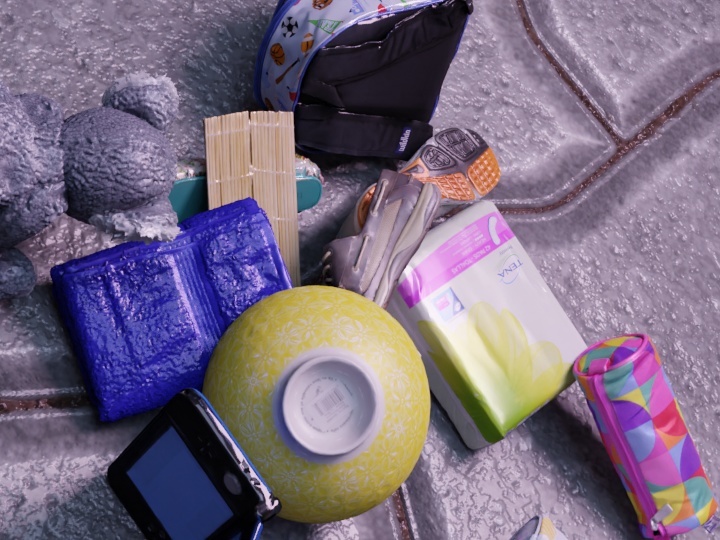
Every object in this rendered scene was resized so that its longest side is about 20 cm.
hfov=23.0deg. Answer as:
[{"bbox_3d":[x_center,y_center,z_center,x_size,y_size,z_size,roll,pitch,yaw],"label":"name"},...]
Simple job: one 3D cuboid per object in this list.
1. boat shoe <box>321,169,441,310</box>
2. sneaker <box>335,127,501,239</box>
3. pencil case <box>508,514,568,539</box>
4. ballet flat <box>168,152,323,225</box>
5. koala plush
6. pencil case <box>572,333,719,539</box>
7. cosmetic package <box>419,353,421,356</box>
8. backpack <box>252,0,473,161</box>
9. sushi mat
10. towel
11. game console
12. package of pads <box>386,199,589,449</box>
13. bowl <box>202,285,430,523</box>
[{"bbox_3d":[0.000,0.000,1.571,0.073,0.075,0.201,28,73,4],"label":"boat shoe"},{"bbox_3d":[0.048,-0.070,1.694,0.199,0.092,0.076,-30,88,-37],"label":"sneaker"},{"bbox_3d":[0.206,0.309,1.591,0.200,0.091,0.083,42,53,-5],"label":"pencil case"},{"bbox_3d":[-0.126,-0.077,1.629,0.198,0.076,0.064,-4,37,-35],"label":"ballet flat"},{"bbox_3d":[-0.242,-0.082,1.449,0.197,0.184,0.179,0,65,0],"label":"koala plush"},{"bbox_3d":[0.271,0.160,1.671,0.088,0.088,0.202,-33,104,-36],"label":"pencil case"},{"bbox_3d":[-0.041,0.106,1.582,0.083,0.051,0.200,50,53,2],"label":"cosmetic package"},{"bbox_3d":[-0.008,-0.204,1.676,0.189,0.202,0.154,-20,47,-40],"label":"backpack"},{"bbox_3d":[-0.096,-0.042,1.596,0.095,0.012,0.203,-5,95,-32],"label":"sushi mat"},{"bbox_3d":[-0.154,0.031,1.519,0.198,0.050,0.149,-20,80,-15],"label":"towel"},{"bbox_3d":[-0.153,0.216,1.371,0.118,0.200,0.171,-32,83,-37],"label":"game console"},{"bbox_3d":[0.115,0.048,1.683,0.154,0.068,0.201,-31,87,-36],"label":"package of pads"},{"bbox_3d":[-0.030,0.111,1.459,0.197,0.108,0.203,1,86,-8],"label":"bowl"}]
